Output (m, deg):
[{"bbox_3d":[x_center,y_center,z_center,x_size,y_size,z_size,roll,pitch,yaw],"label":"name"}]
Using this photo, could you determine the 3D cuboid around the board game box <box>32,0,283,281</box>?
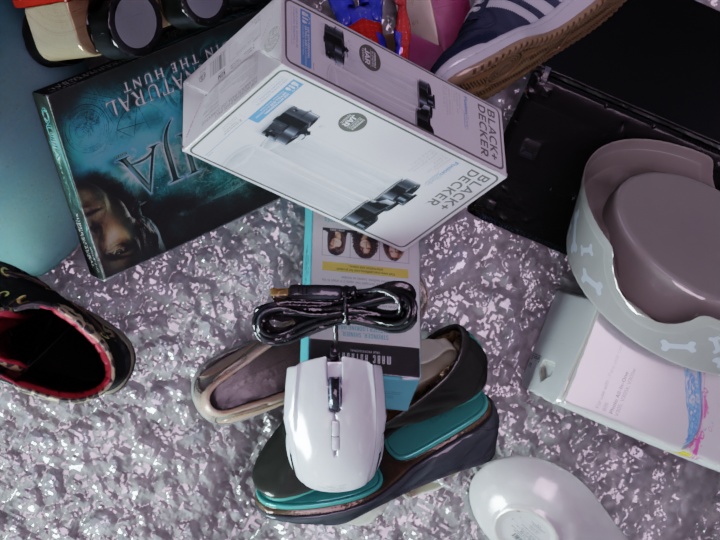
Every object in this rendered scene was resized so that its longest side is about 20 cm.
[{"bbox_3d":[-0.116,-0.094,1.240,0.199,0.028,0.137,-26,114,-26],"label":"board game box"}]

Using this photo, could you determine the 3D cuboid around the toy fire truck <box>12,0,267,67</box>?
[{"bbox_3d":[-0.149,-0.253,1.174,0.175,0.128,0.202,-31,112,-41],"label":"toy fire truck"}]

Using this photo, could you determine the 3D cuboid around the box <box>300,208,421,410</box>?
[{"bbox_3d":[0.000,0.000,1.306,0.081,0.049,0.202,5,58,-7],"label":"box"}]

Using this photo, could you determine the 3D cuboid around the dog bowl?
[{"bbox_3d":[0.237,-0.007,1.284,0.198,0.201,0.059,22,128,-7],"label":"dog bowl"}]

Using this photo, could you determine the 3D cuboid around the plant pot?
[{"bbox_3d":[-0.266,-0.099,1.259,0.187,0.200,0.201,36,88,-21],"label":"plant pot"}]

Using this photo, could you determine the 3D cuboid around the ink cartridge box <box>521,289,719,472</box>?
[{"bbox_3d":[0.234,0.091,1.338,0.198,0.145,0.088,20,89,-6],"label":"ink cartridge box"}]

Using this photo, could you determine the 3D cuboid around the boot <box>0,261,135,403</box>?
[{"bbox_3d":[-0.254,0.036,1.278,0.199,0.151,0.074,30,88,-6],"label":"boot"}]

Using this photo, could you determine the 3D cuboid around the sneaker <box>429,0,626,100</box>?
[{"bbox_3d":[0.101,-0.201,1.309,0.199,0.070,0.109,-33,78,-30],"label":"sneaker"}]

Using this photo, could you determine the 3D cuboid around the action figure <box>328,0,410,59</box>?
[{"bbox_3d":[-0.002,-0.200,1.286,0.065,0.099,0.202,-10,66,-4],"label":"action figure"}]

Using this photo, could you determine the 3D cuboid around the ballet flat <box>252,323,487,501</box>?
[{"bbox_3d":[0.002,0.095,1.323,0.199,0.068,0.069,-29,137,-15],"label":"ballet flat"}]

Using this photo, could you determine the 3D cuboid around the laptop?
[{"bbox_3d":[0.202,-0.115,1.396,0.176,0.104,0.201,22,115,-6],"label":"laptop"}]

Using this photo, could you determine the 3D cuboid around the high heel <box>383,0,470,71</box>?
[{"bbox_3d":[0.066,-0.220,1.365,0.095,0.067,0.202,19,70,-44],"label":"high heel"}]

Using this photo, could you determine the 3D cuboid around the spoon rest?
[{"bbox_3d":[0.166,0.213,1.374,0.200,0.061,0.099,44,130,-10],"label":"spoon rest"}]

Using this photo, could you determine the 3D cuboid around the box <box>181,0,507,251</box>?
[{"bbox_3d":[-0.009,-0.095,1.215,0.199,0.116,0.061,24,47,-35],"label":"box"}]

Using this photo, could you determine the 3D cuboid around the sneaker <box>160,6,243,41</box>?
[{"bbox_3d":[-0.078,-0.176,1.329,0.197,0.076,0.116,6,98,-1],"label":"sneaker"}]

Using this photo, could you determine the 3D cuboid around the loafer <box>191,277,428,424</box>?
[{"bbox_3d":[-0.034,0.061,1.348,0.199,0.063,0.072,-28,95,-5],"label":"loafer"}]

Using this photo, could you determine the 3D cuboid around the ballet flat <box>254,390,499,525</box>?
[{"bbox_3d":[0.018,0.156,1.357,0.198,0.073,0.074,-24,94,-10],"label":"ballet flat"}]

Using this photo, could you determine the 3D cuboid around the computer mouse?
[{"bbox_3d":[-0.015,0.091,1.219,0.108,0.044,0.201,-3,131,-1],"label":"computer mouse"}]
